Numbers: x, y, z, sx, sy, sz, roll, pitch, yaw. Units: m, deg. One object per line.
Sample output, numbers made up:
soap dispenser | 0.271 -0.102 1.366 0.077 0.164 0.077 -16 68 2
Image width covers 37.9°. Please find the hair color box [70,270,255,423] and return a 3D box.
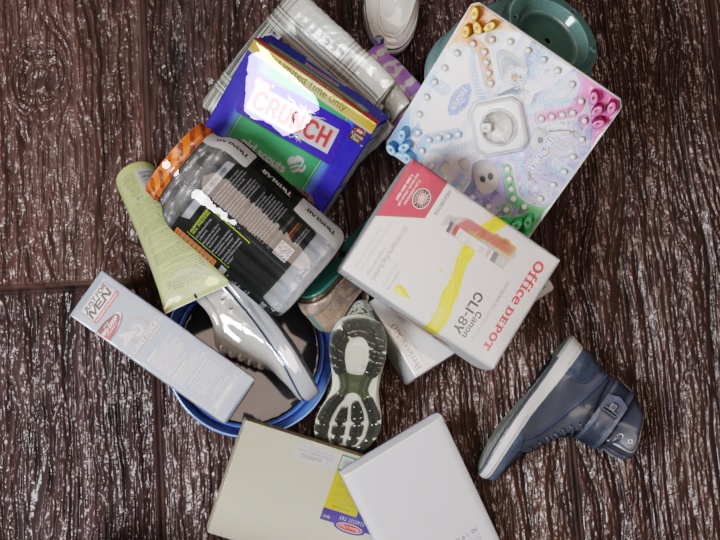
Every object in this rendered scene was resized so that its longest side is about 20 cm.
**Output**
hair color box | -0.212 0.087 1.144 0.199 0.099 0.061 35 79 -1

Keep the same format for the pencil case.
pencil case | 0.063 -0.185 1.277 0.200 0.085 0.084 47 115 1

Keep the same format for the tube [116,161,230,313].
tube | -0.221 -0.039 1.184 0.058 0.052 0.201 -48 54 21

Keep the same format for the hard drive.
hard drive | 0.075 0.282 1.198 0.131 0.025 0.201 -29 104 -13

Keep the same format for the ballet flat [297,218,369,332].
ballet flat | 0.000 0.000 1.238 0.200 0.068 0.068 -45 118 -31

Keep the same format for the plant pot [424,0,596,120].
plant pot | 0.193 -0.241 1.236 0.198 0.134 0.202 12 59 -21

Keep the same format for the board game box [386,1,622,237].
board game box | 0.154 -0.160 1.173 0.199 0.026 0.201 35 115 4

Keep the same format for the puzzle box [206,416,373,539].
puzzle box | -0.060 0.259 1.190 0.198 0.025 0.134 20 89 -12

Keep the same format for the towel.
towel | -0.066 -0.198 1.240 0.200 0.035 0.193 44 106 0

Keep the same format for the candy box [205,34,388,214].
candy box | -0.092 -0.138 1.204 0.168 0.077 0.201 33 109 -1

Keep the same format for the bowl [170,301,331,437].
bowl | -0.129 0.093 1.225 0.198 0.039 0.203 1 81 -7

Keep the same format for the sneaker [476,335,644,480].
sneaker | 0.243 0.198 1.238 0.146 0.077 0.203 41 77 3

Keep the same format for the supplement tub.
supplement tub | -0.126 -0.057 1.130 0.200 0.122 0.123 41 78 -5

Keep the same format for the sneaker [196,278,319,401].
sneaker | -0.125 0.075 1.180 0.071 0.073 0.200 -39 79 -2

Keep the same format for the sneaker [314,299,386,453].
sneaker | -0.004 0.122 1.200 0.076 0.089 0.202 12 119 0

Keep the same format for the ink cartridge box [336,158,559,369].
ink cartridge box | 0.095 -0.005 1.152 0.199 0.083 0.146 34 85 -4

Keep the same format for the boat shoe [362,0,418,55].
boat shoe | 0.047 -0.371 1.305 0.070 0.070 0.202 10 79 -6

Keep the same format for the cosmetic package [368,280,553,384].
cosmetic package | 0.113 0.036 1.243 0.199 0.085 0.108 -33 84 -13
